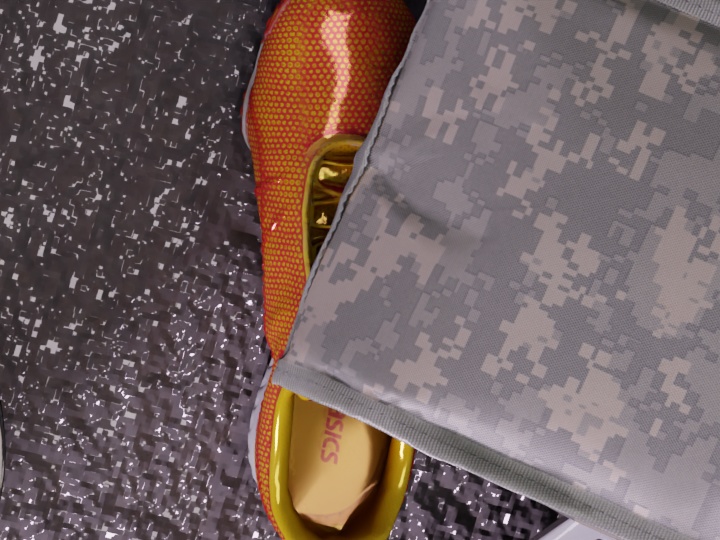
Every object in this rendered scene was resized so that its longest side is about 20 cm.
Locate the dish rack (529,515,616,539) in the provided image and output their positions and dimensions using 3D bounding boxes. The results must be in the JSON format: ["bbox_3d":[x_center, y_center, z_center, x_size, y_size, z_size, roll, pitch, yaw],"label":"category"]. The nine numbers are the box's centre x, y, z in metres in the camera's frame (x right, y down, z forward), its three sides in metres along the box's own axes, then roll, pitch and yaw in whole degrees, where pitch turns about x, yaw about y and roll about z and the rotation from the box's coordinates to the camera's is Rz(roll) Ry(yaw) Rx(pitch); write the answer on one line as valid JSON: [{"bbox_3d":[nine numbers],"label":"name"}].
[{"bbox_3d":[0.097,0.167,0.973,0.171,0.044,0.200,-36,110,-1],"label":"dish rack"}]

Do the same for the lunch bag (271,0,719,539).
[{"bbox_3d":[0.089,-0.003,0.867,0.199,0.118,0.165,24,92,9],"label":"lunch bag"}]

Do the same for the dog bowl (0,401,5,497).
[{"bbox_3d":[-0.215,0.053,0.878,0.199,0.074,0.201,-11,119,-20],"label":"dog bowl"}]

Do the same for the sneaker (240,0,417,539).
[{"bbox_3d":[0.000,0.000,0.936,0.073,0.077,0.201,-4,104,-11],"label":"sneaker"}]
